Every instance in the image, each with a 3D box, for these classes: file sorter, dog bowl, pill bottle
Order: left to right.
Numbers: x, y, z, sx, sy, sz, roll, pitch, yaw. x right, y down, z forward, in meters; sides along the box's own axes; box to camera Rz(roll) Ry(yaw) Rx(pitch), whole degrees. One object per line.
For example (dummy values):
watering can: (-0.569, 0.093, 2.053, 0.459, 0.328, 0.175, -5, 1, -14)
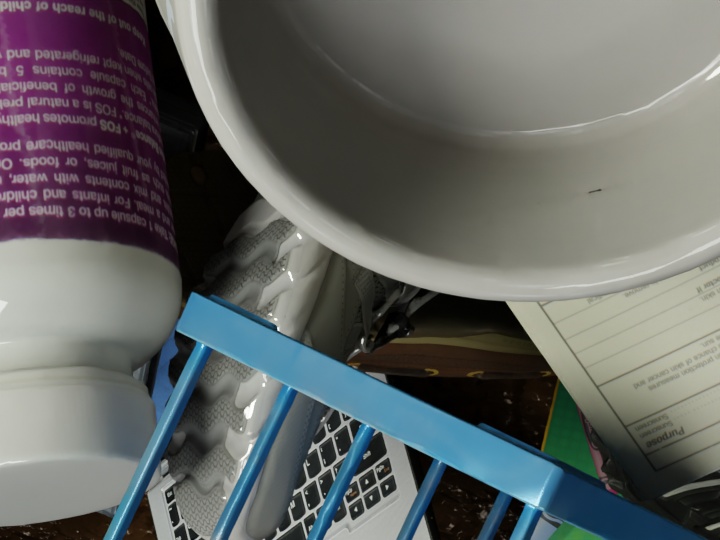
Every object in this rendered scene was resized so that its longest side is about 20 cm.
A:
pill bottle: (-0.117, -0.024, 0.847, 0.111, 0.201, 0.112, -8, 162, -3)
file sorter: (0.029, 0.110, 0.787, 0.138, 0.123, 0.200, 23, 176, 37)
dog bowl: (0.043, -0.079, 0.623, 0.199, 0.059, 0.201, -1, 126, -1)

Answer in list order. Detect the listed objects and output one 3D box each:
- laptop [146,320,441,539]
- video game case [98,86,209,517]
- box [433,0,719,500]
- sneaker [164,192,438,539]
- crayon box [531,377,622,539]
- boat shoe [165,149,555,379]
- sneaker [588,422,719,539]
laptop: (-0.079, 0.077, 1.042, 0.115, 0.201, 0.187, 0, 154, -35)
video game case: (-0.139, -0.005, 0.996, 0.142, 0.019, 0.201, 22, 131, 8)
box: (0.070, -0.042, 0.735, 0.095, 0.078, 0.200, -26, 119, 17)
sneaker: (0.000, 0.000, 0.858, 0.082, 0.201, 0.075, 26, 168, -25)
crayon box: (0.080, 0.151, 0.993, 0.058, 0.201, 0.119, 12, 141, 7)
boat shoe: (0.001, 0.008, 0.937, 0.199, 0.072, 0.068, 8, 149, -13)
sneaker: (0.160, 0.071, 0.959, 0.200, 0.080, 0.074, 34, 149, -29)
